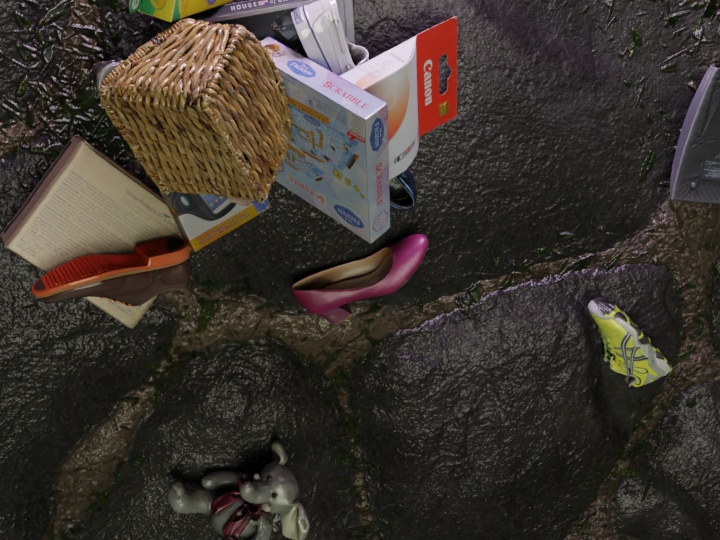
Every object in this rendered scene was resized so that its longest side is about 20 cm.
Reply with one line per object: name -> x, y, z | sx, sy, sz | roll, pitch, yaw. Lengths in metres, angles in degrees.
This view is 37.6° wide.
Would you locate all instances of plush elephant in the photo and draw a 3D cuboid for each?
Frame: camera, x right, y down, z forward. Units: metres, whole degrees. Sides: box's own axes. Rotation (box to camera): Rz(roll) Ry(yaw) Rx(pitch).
plush elephant -> -0.161, 0.354, 1.613 | 0.199, 0.165, 0.155 | 2, 138, -47

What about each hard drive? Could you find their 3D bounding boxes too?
hard drive -> 0.522, -0.194, 1.518 | 0.134, 0.042, 0.201 | 3, 119, -15

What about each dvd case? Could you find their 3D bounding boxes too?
dvd case -> -0.104, -0.272, 1.315 | 0.198, 0.025, 0.151 | -12, 139, -7

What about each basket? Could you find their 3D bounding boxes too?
basket -> -0.180, -0.190, 1.210 | 0.148, 0.144, 0.200 | 8, 152, 22

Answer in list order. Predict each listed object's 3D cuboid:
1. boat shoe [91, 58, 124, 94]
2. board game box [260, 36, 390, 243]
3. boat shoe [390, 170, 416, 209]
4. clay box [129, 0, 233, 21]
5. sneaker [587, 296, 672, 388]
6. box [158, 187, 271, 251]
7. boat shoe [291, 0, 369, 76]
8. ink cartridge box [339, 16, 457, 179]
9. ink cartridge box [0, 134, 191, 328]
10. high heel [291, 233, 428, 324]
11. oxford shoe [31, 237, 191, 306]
boat shoe -> -0.248, -0.199, 1.328 | 0.201, 0.061, 0.072 | 35, 92, -36
board game box -> -0.049, -0.159, 1.297 | 0.041, 0.200, 0.200 | -38, 147, -28
boat shoe -> 0.001, -0.148, 1.409 | 0.199, 0.069, 0.084 | 23, 112, -23
clay box -> -0.187, -0.348, 1.178 | 0.047, 0.200, 0.116 | 20, 117, 9
sneaker -> 0.411, 0.119, 1.655 | 0.076, 0.076, 0.200 | -41, 118, 11
box -> -0.201, -0.136, 1.321 | 0.119, 0.041, 0.201 | -32, 125, -15
boat shoe -> -0.017, -0.248, 1.299 | 0.065, 0.074, 0.200 | -22, 141, 9
ink cartridge box -> 0.062, -0.207, 1.336 | 0.199, 0.050, 0.163 | -30, 140, -24
ink cartridge box -> -0.331, -0.049, 1.363 | 0.200, 0.075, 0.165 | 38, 87, -27
high heel -> 0.000, 0.000, 1.492 | 0.200, 0.068, 0.096 | -40, 131, 15
oxford shoe -> -0.304, 0.019, 1.316 | 0.199, 0.071, 0.073 | -14, 117, -19
